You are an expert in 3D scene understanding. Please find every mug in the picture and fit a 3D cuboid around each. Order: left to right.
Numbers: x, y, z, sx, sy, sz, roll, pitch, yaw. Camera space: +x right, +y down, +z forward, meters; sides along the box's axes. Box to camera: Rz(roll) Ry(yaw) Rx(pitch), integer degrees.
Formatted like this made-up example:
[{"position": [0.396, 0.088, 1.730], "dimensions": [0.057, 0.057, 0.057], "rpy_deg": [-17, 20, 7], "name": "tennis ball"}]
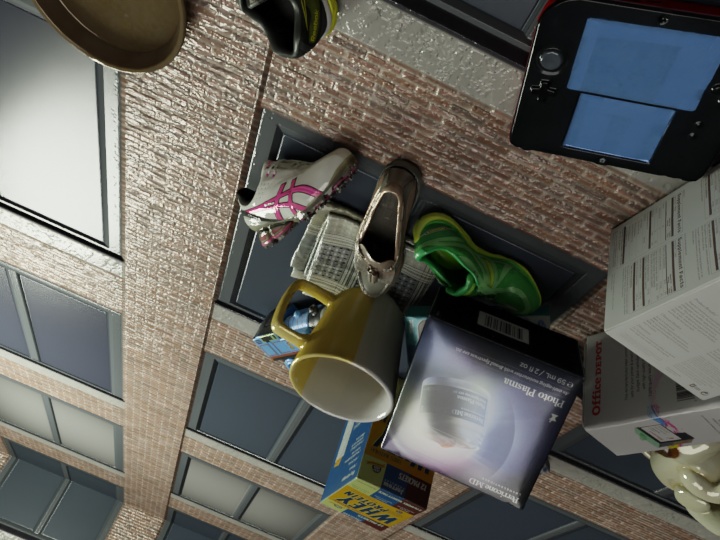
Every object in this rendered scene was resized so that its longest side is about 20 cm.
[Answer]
[{"position": [-0.012, 0.092, 0.862], "dimensions": [0.147, 0.154, 0.188], "rpy_deg": [-6, 132, 31], "name": "mug"}]

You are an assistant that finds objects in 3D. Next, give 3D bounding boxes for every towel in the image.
[{"position": [0.000, 0.000, 0.893], "dimensions": [0.198, 0.035, 0.193], "rpy_deg": [25, 142, -3], "name": "towel"}]

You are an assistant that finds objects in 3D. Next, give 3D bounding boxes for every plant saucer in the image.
[{"position": [-0.272, -0.305, 0.658], "dimensions": [0.197, 0.030, 0.202], "rpy_deg": [13, 141, 10], "name": "plant saucer"}]

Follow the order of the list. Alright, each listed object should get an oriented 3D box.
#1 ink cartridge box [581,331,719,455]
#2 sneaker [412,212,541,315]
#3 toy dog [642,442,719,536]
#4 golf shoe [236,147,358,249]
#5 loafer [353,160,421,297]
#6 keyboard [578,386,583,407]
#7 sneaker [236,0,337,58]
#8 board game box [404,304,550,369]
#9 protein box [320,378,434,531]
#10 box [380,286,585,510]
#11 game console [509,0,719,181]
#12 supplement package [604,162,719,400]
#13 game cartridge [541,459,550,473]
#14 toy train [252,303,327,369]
[{"position": [0.390, 0.138, 0.783], "dimensions": [0.084, 0.146, 0.199], "rpy_deg": [37, 140, -24], "name": "ink cartridge box"}, {"position": [0.143, 0.009, 0.795], "dimensions": [0.198, 0.084, 0.074], "rpy_deg": [31, 141, -14], "name": "sneaker"}, {"position": [0.487, 0.250, 0.906], "dimensions": [0.193, 0.139, 0.201], "rpy_deg": [35, 165, 51], "name": "toy dog"}, {"position": [-0.087, -0.103, 0.776], "dimensions": [0.199, 0.073, 0.093], "rpy_deg": [-30, 102, 39], "name": "golf shoe"}, {"position": [0.024, -0.039, 0.779], "dimensions": [0.071, 0.063, 0.202], "rpy_deg": [20, 129, 9], "name": "loafer"}, {"position": [0.342, 0.191, 0.899], "dimensions": [0.199, 0.128, 0.021], "rpy_deg": [39, 112, -22], "name": "keyboard"}, {"position": [-0.089, -0.283, 0.552], "dimensions": [0.074, 0.085, 0.200], "rpy_deg": [-13, 131, 35], "name": "sneaker"}, {"position": [0.166, 0.129, 0.880], "dimensions": [0.196, 0.047, 0.154], "rpy_deg": [-2, 105, 15], "name": "board game box"}, {"position": [0.043, 0.336, 1.140], "dimensions": [0.133, 0.202, 0.199], "rpy_deg": [26, 142, -8], "name": "protein box"}, {"position": [0.155, 0.162, 0.802], "dimensions": [0.197, 0.123, 0.201], "rpy_deg": [21, 110, 9], "name": "box"}, {"position": [0.251, -0.166, 0.579], "dimensions": [0.197, 0.031, 0.178], "rpy_deg": [14, 141, 10], "name": "game console"}, {"position": [0.377, 0.003, 0.622], "dimensions": [0.151, 0.152, 0.200], "rpy_deg": [32, 142, -13], "name": "supplement package"}, {"position": [0.256, 0.322, 1.159], "dimensions": [0.132, 0.041, 0.201], "rpy_deg": [-15, 130, 33], "name": "game cartridge"}, {"position": [-0.082, 0.109, 1.018], "dimensions": [0.198, 0.087, 0.114], "rpy_deg": [-16, 124, 44], "name": "toy train"}]
